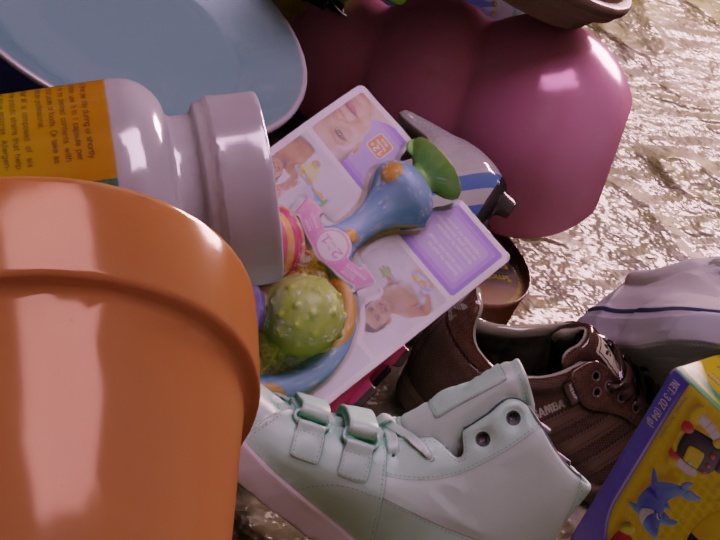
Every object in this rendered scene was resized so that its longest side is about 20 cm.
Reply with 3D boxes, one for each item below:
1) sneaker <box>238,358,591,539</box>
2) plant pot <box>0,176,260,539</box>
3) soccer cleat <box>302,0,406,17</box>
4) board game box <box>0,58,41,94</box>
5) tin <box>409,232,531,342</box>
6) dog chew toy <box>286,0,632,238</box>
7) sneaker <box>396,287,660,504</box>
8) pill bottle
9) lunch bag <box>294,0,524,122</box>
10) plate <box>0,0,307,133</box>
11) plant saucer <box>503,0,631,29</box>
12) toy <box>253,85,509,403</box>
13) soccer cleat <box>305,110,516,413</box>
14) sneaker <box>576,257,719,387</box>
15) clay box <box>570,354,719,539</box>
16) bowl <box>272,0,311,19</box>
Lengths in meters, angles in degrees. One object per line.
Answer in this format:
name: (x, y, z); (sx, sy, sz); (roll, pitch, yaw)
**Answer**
sneaker: (0.008, 0.063, 0.953); (0.200, 0.118, 0.074); (41, 3, -13)
plant pot: (-0.126, 0.081, 0.803); (0.199, 0.200, 0.141); (10, 49, -29)
soccer cleat: (-0.042, -0.175, 1.197); (0.081, 0.068, 0.199); (44, -15, -32)
board game box: (-0.198, -0.168, 1.216); (0.158, 0.097, 0.201); (11, 33, -27)
tin: (0.002, -0.008, 1.194); (0.199, 0.042, 0.112); (9, 30, -32)
dog chew toy: (0.048, -0.096, 1.225); (0.198, 0.125, 0.125); (19, 29, 4)
sneaker: (0.120, 0.071, 1.128); (0.198, 0.076, 0.071); (18, 30, -17)
pill bottle: (-0.137, -0.022, 0.944); (0.198, 0.114, 0.113); (-8, 37, -6)
lunch bag: (0.030, -0.145, 1.361); (0.198, 0.128, 0.170); (9, 29, 2)
plate: (-0.120, -0.123, 1.093); (0.199, 0.026, 0.201); (20, 34, -15)
plant saucer: (0.063, -0.197, 1.198); (0.199, 0.030, 0.201); (33, 22, -15)
toy: (-0.032, 0.000, 1.016); (0.199, 0.047, 0.115); (-37, 80, -26)
soccer cleat: (0.000, 0.000, 1.099); (0.086, 0.070, 0.200); (39, 52, -2)
sneaker: (0.181, 0.026, 1.134); (0.073, 0.071, 0.199); (42, -16, -25)
clay box: (0.201, 0.149, 1.032); (0.047, 0.115, 0.200); (-10, 45, -47)
bowl: (-0.042, -0.235, 1.332); (0.201, 0.198, 0.108); (-77, 147, -60)
